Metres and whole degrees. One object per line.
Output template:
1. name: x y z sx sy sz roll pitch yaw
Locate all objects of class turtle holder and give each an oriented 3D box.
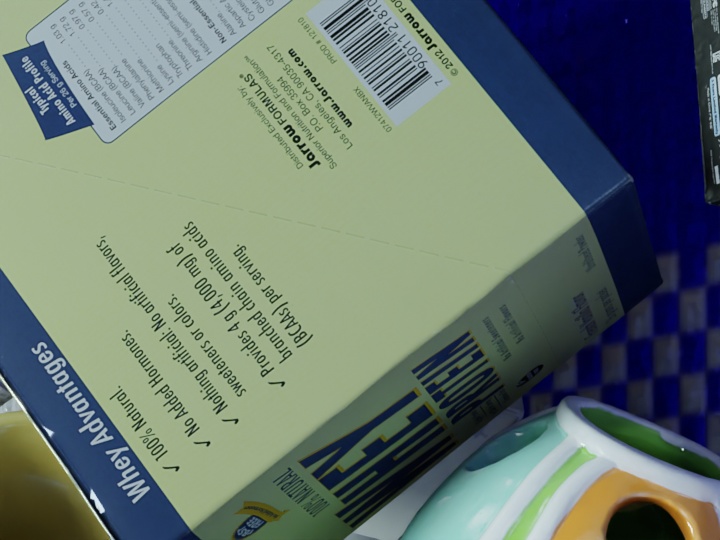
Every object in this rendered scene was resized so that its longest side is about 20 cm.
1. turtle holder: 0.081 0.118 0.904 0.140 0.185 0.132 25 98 22

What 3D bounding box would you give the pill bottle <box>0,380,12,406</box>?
1. pill bottle: -0.246 0.050 1.181 0.200 0.120 0.120 -37 44 2

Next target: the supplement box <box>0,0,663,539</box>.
1. supplement box: -0.037 -0.023 0.905 0.199 0.134 0.200 -38 72 0

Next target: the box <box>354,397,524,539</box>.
1. box: 0.000 0.000 1.060 0.095 0.077 0.201 -53 31 37

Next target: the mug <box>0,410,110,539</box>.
1. mug: -0.150 0.153 1.206 0.150 0.186 0.153 52 145 7

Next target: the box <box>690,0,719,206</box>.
1. box: 0.183 -0.131 0.824 0.164 0.086 0.201 -24 65 54

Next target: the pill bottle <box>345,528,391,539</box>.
1. pill bottle: -0.035 0.194 1.085 0.111 0.111 0.201 7 90 57
